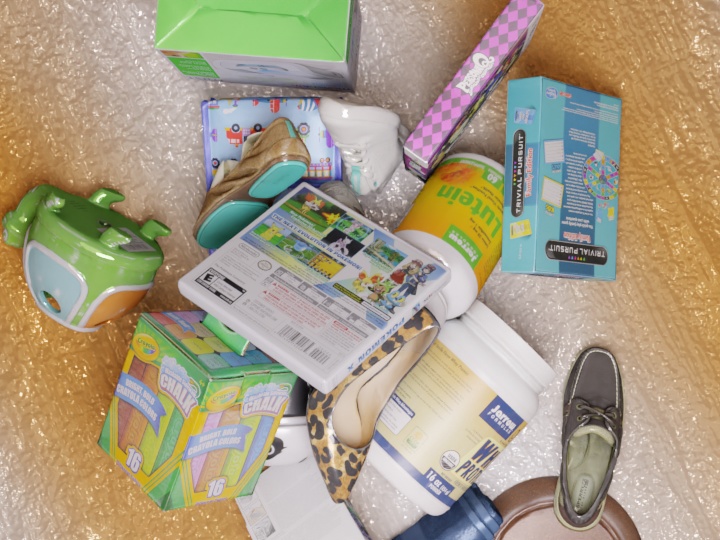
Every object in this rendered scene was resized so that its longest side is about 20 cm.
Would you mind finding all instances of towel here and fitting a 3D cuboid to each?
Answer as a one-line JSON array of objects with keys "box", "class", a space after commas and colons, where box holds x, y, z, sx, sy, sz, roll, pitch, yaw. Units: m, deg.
[{"box": [0.063, 0.309, 1.424, 0.200, 0.112, 0.049, -36, 97, 0], "class": "towel"}]

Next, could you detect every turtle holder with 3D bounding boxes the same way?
[{"box": [-0.311, -0.017, 1.447, 0.185, 0.141, 0.132, 25, 106, -5], "class": "turtle holder"}]

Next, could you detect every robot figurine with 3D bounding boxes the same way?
[{"box": [-0.091, 0.108, 1.430, 0.124, 0.150, 0.201, -1, 90, -5], "class": "robot figurine"}]

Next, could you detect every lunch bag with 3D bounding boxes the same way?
[{"box": [-0.094, -0.089, 1.475, 0.150, 0.094, 0.201, -1, 99, 1], "class": "lunch bag"}]

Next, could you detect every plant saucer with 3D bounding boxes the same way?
[{"box": [0.213, 0.326, 1.456, 0.199, 0.034, 0.202, 0, 86, 2], "class": "plant saucer"}]

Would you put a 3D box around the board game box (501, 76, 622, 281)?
[{"box": [0.215, -0.093, 1.422, 0.047, 0.150, 0.201, 0, 86, 44], "class": "board game box"}]

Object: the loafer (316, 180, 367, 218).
[{"box": [0.000, 0.000, 1.435, 0.070, 0.070, 0.201, -27, 114, -1], "class": "loafer"}]

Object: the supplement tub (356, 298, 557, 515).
[{"box": [0.097, 0.142, 1.415, 0.144, 0.144, 0.200, 43, 90, 4], "class": "supplement tub"}]

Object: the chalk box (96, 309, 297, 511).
[{"box": [-0.155, 0.116, 1.325, 0.124, 0.123, 0.201, 35, 114, 37], "class": "chalk box"}]

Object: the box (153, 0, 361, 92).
[{"box": [-0.104, -0.258, 1.428, 0.199, 0.176, 0.097, 5, 87, 3], "class": "box"}]

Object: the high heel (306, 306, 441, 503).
[{"box": [0.017, 0.129, 1.303, 0.142, 0.071, 0.201, -5, 78, 47], "class": "high heel"}]

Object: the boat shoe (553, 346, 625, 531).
[{"box": [0.249, 0.176, 1.431, 0.071, 0.066, 0.202, 11, 75, 1], "class": "boat shoe"}]

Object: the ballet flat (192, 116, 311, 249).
[{"box": [-0.117, -0.096, 1.390, 0.067, 0.200, 0.073, 5, 61, -31], "class": "ballet flat"}]

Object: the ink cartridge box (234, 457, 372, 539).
[{"box": [-0.059, 0.276, 1.434, 0.109, 0.050, 0.200, -36, 42, 1], "class": "ink cartridge box"}]

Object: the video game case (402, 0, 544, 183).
[{"box": [0.116, -0.189, 1.412, 0.036, 0.181, 0.200, 37, 89, 4], "class": "video game case"}]

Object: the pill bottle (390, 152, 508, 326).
[{"box": [0.086, -0.021, 1.396, 0.111, 0.111, 0.200, 32, 55, 4], "class": "pill bottle"}]

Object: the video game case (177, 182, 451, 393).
[{"box": [-0.045, 0.010, 1.294, 0.200, 0.022, 0.182, 31, 57, 30], "class": "video game case"}]

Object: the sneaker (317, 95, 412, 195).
[{"box": [0.004, -0.125, 1.405, 0.075, 0.200, 0.089, 17, 89, 21], "class": "sneaker"}]
